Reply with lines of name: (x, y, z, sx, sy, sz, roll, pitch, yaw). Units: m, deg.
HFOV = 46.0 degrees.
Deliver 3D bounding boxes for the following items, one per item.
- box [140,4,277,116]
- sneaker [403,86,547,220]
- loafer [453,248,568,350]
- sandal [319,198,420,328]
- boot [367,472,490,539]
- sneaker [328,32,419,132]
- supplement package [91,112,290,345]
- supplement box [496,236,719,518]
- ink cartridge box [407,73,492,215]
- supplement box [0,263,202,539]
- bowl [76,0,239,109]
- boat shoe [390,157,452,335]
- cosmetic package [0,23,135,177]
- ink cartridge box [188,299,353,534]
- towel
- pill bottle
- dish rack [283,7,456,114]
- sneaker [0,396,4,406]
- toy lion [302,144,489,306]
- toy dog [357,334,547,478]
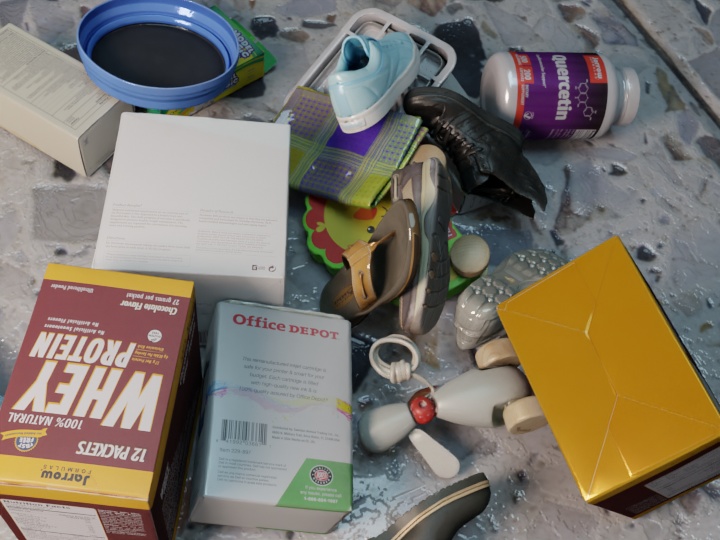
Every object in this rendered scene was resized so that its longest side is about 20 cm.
box: (-0.218, -0.279, 1.135, 0.199, 0.049, 0.117, -35, 67, -28)
sneaker: (0.137, -0.141, 1.025, 0.196, 0.060, 0.106, 21, 59, -15)
loafer: (0.174, 0.031, 0.975, 0.198, 0.071, 0.070, -22, 48, -40)
sandal: (0.000, 0.000, 0.888, 0.054, 0.200, 0.083, 2, 62, -34)
boot: (0.067, 0.296, 0.787, 0.198, 0.078, 0.139, -33, 69, -11)
sneaker: (0.017, -0.248, 0.999, 0.072, 0.083, 0.202, -6, 37, 24)
supplement package: (-0.173, -0.041, 0.922, 0.187, 0.148, 0.203, 3, 56, -6)
supplement box: (0.257, 0.112, 0.822, 0.131, 0.199, 0.200, -31, 59, 17)
ink cartridge box: (0.087, -0.160, 1.101, 0.171, 0.044, 0.202, -19, 61, -21)
supplement box: (-0.225, 0.138, 0.765, 0.130, 0.201, 0.201, 7, 56, -3)
bowl: (-0.250, -0.273, 1.058, 0.196, 0.040, 0.203, 8, 47, -8)
boat shoe: (0.057, -0.025, 0.928, 0.072, 0.075, 0.204, -4, 63, 24)
cosmetic package: (-0.388, -0.213, 1.051, 0.198, 0.074, 0.104, 31, 57, 12)
ink cartridge box: (-0.085, 0.143, 0.836, 0.142, 0.088, 0.204, 9, 57, -16)
towel: (-0.033, -0.152, 1.024, 0.197, 0.023, 0.145, 22, 67, 30)
pill bottle: (0.264, -0.232, 1.130, 0.195, 0.113, 0.114, -2, 56, -9)
dish rack: (0.014, -0.235, 1.106, 0.170, 0.044, 0.201, 33, 76, 23)
sneaker: (-0.384, 0.140, 0.834, 0.081, 0.074, 0.202, 3, 45, -42)
toy lion: (0.033, -0.045, 0.998, 0.188, 0.069, 0.203, -23, 68, -3)
toy dog: (0.100, 0.146, 0.889, 0.195, 0.097, 0.134, 0, 58, 10)
